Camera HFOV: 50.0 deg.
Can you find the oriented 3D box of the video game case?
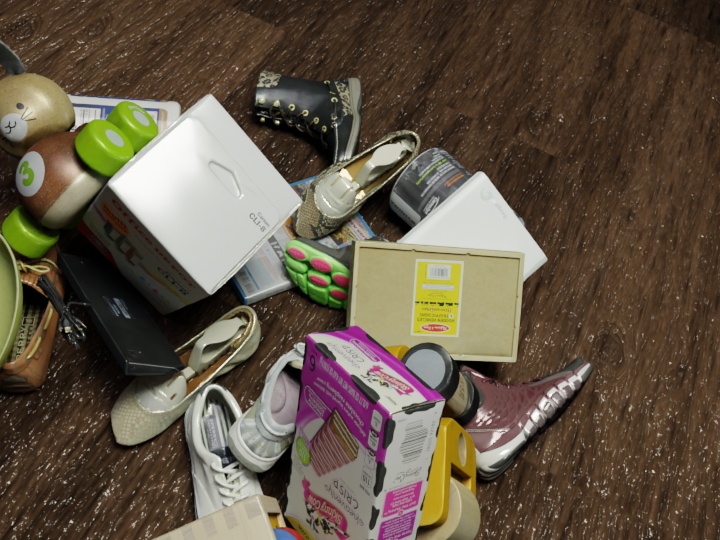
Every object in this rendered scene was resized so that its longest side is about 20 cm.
[{"bbox_3d":[-0.090,-0.046,0.986,0.198,0.018,0.144,-21,60,-26],"label":"video game case"}]

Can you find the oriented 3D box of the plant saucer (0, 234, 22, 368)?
[{"bbox_3d":[-0.409,0.050,0.774,0.197,0.031,0.203,-7,71,20],"label":"plant saucer"}]

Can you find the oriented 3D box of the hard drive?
[{"bbox_3d":[0.104,0.002,0.898,0.199,0.026,0.132,-41,100,-3],"label":"hard drive"}]

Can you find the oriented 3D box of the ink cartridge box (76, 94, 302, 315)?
[{"bbox_3d":[-0.186,-0.061,0.819,0.146,0.199,0.145,48,63,-13],"label":"ink cartridge box"}]

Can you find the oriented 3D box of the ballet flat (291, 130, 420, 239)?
[{"bbox_3d":[-0.003,-0.116,0.967,0.199,0.075,0.068,-38,92,-16],"label":"ballet flat"}]

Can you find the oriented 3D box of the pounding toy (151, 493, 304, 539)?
[{"bbox_3d":[-0.066,0.292,0.630,0.140,0.184,0.202,-22,75,-8],"label":"pounding toy"}]

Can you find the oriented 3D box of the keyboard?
[{"bbox_3d":[-0.269,0.042,0.792,0.126,0.021,0.200,17,20,-49],"label":"keyboard"}]

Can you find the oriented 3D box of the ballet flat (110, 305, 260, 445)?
[{"bbox_3d":[-0.187,0.102,0.822,0.067,0.063,0.200,38,55,16],"label":"ballet flat"}]

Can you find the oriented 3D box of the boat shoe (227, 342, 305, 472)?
[{"bbox_3d":[-0.066,0.126,0.794,0.074,0.065,0.202,44,27,1],"label":"boat shoe"}]

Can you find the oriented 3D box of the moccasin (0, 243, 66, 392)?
[{"bbox_3d":[-0.362,0.027,0.827,0.072,0.078,0.204,3,53,-8],"label":"moccasin"}]

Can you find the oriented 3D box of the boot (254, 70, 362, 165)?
[{"bbox_3d":[-0.075,-0.203,1.076,0.151,0.074,0.205,7,48,-4],"label":"boot"}]

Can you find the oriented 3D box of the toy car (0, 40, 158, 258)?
[{"bbox_3d":[-0.350,-0.150,0.818,0.200,0.164,0.158,45,21,-14],"label":"toy car"}]

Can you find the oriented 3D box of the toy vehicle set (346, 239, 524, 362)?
[{"bbox_3d":[0.084,0.035,0.870,0.197,0.027,0.126,4,95,-10],"label":"toy vehicle set"}]

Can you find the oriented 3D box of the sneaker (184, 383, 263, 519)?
[{"bbox_3d":[-0.131,0.206,0.750,0.072,0.071,0.202,-14,60,-23],"label":"sneaker"}]

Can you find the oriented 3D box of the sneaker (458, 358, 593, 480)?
[{"bbox_3d":[0.170,0.133,0.877,0.199,0.076,0.115,-33,63,-31],"label":"sneaker"}]

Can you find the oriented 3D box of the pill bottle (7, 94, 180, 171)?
[{"bbox_3d":[-0.323,-0.158,0.956,0.197,0.112,0.112,1,53,-12],"label":"pill bottle"}]

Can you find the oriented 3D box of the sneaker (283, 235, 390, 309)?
[{"bbox_3d":[0.000,0.000,0.943,0.197,0.077,0.085,17,44,-15],"label":"sneaker"}]

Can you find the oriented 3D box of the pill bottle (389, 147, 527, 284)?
[{"bbox_3d":[0.138,-0.057,0.991,0.106,0.107,0.200,-32,66,-31],"label":"pill bottle"}]

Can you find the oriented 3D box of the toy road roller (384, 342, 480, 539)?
[{"bbox_3d":[0.041,0.177,0.783,0.144,0.123,0.203,-8,64,20],"label":"toy road roller"}]

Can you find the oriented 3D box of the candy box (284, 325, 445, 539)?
[{"bbox_3d":[-0.004,0.171,0.684,0.060,0.203,0.136,-8,27,-33],"label":"candy box"}]
